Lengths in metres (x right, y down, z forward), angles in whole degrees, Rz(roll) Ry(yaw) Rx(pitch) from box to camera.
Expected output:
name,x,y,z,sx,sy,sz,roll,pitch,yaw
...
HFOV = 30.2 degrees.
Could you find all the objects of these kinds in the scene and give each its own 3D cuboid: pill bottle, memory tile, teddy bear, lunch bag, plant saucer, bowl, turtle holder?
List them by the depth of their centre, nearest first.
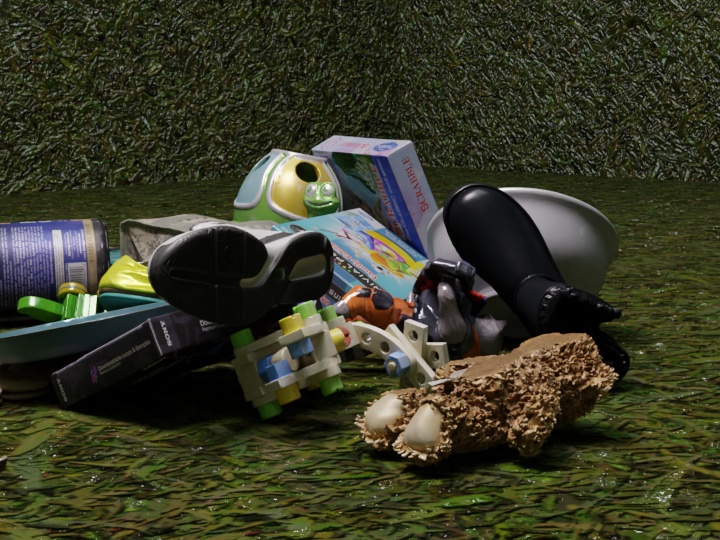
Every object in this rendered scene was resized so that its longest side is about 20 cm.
name,x,y,z,sx,sy,sz,roll,pitch,yaw
teddy bear,0.094,0.103,0.980,0.144,0.068,0.199,-6,9,42
plant saucer,-0.243,0.055,1.197,0.197,0.028,0.200,-10,2,0
memory tile,-0.316,0.093,1.206,0.152,0.017,0.199,6,10,40
bowl,0.162,0.008,1.354,0.198,0.091,0.202,5,-29,3
lunch bag,-0.148,0.002,1.484,0.198,0.119,0.164,11,10,24
pill bottle,-0.386,0.001,1.507,0.197,0.113,0.112,-3,8,-17
turtle holder,-0.087,-0.076,1.607,0.139,0.134,0.185,12,3,6

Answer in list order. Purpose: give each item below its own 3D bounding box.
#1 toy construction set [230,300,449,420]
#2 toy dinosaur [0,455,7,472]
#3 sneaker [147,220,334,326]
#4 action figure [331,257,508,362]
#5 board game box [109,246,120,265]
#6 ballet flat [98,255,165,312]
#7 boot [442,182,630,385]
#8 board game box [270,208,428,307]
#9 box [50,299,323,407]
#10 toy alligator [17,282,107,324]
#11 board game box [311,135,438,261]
name,x,y,z,sx,sy,sz,roll,pitch,yaw
toy construction set,-0.025,0.066,1.090,0.199,0.093,0.130,2,-21,-46
toy dinosaur,-0.305,0.117,0.892,0.199,0.059,0.100,7,13,44
sneaker,-0.121,0.000,1.064,0.114,0.077,0.200,5,4,35
action figure,0.043,0.059,1.266,0.191,0.106,0.200,6,-19,2
board game box,-0.334,-0.009,1.867,0.133,0.029,0.200,0,8,2
ballet flat,-0.163,0.027,1.311,0.198,0.067,0.067,14,55,15
boot,0.158,0.009,1.197,0.076,0.201,0.168,-36,8,-1
board game box,0.000,0.000,1.459,0.150,0.047,0.199,37,22,18
box,-0.145,0.061,1.138,0.142,0.036,0.199,-28,-10,39
toy alligator,-0.249,0.054,1.364,0.197,0.060,0.055,4,-36,-9
board game box,0.034,-0.062,1.613,0.041,0.202,0.199,-30,19,-21
